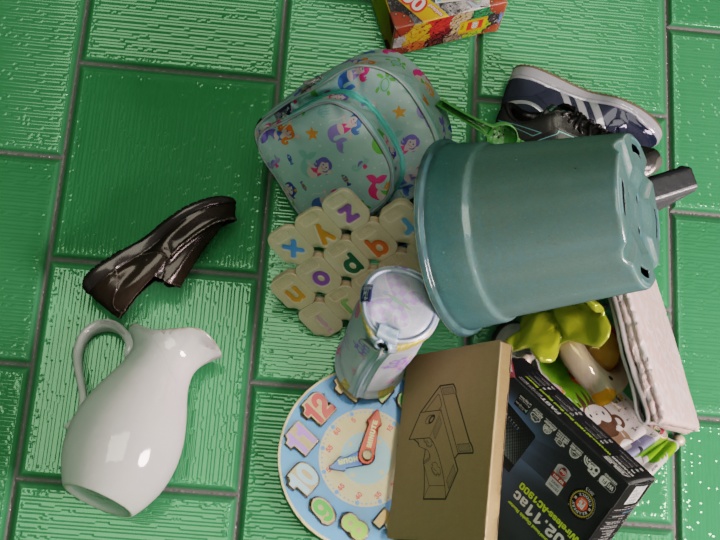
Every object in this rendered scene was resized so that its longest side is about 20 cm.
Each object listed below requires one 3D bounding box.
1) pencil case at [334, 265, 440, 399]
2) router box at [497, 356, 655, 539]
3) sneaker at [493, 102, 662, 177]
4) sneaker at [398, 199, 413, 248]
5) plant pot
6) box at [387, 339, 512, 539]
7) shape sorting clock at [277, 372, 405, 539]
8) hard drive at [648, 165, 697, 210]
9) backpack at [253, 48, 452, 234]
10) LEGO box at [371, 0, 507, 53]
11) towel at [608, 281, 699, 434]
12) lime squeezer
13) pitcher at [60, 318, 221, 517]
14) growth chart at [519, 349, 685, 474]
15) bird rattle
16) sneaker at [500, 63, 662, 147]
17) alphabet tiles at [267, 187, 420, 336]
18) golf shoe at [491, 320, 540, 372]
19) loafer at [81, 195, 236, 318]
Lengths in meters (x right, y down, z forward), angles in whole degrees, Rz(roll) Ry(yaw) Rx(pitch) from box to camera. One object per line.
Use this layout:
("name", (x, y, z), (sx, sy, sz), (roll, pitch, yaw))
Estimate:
("pencil case", (0.025, 0.070, 1.145), (0.082, 0.200, 0.092), (10, 67, -6))
("router box", (0.179, 0.208, 1.128), (0.200, 0.062, 0.151), (43, 114, 34))
("sneaker", (0.238, -0.143, 1.227), (0.198, 0.075, 0.080), (9, 110, 25))
("sneaker", (0.128, -0.060, 1.284), (0.197, 0.073, 0.083), (-7, 58, 4))
("plant pot", (0.180, -0.046, 1.076), (0.194, 0.200, 0.203), (-8, 71, 28))
("box", (0.091, 0.181, 1.143), (0.021, 0.163, 0.203), (16, 72, -32))
("shape sorting clock", (0.006, 0.208, 1.218), (0.197, 0.039, 0.203), (1, 74, -3))
("hard drive", (0.270, -0.065, 1.263), (0.198, 0.140, 0.033), (-18, 83, -9))
("backpack", (-0.004, -0.140, 1.211), (0.199, 0.151, 0.179), (-28, 102, 21))
("LEGO box", (0.081, -0.388, 1.378), (0.147, 0.077, 0.202), (-15, 75, -8))
("towel", (0.318, 0.079, 1.211), (0.032, 0.190, 0.203), (-19, 73, 24))
("lime squeezer", (0.172, -0.130, 1.202), (0.200, 0.071, 0.038), (41, 99, 5))
("pitcher", (-0.262, 0.150, 1.187), (0.170, 0.122, 0.202), (10, 61, 21))
("growth chart", (0.269, 0.150, 1.225), (0.200, 0.018, 0.144), (46, 35, 10))
("bird rattle", (0.240, 0.066, 1.222), (0.112, 0.200, 0.164), (-32, 94, 21))
("sneaker", (0.257, -0.165, 1.328), (0.198, 0.070, 0.109), (23, 70, 9))
("alphabet tiles", (0.000, 0.000, 1.207), (0.196, 0.199, 0.015), (46, 30, -25))
("golf shoe", (0.195, 0.148, 1.224), (0.076, 0.088, 0.203), (-7, 73, -8))
("loafer", (-0.219, -0.014, 1.258), (0.199, 0.073, 0.072), (-34, 88, -7))
